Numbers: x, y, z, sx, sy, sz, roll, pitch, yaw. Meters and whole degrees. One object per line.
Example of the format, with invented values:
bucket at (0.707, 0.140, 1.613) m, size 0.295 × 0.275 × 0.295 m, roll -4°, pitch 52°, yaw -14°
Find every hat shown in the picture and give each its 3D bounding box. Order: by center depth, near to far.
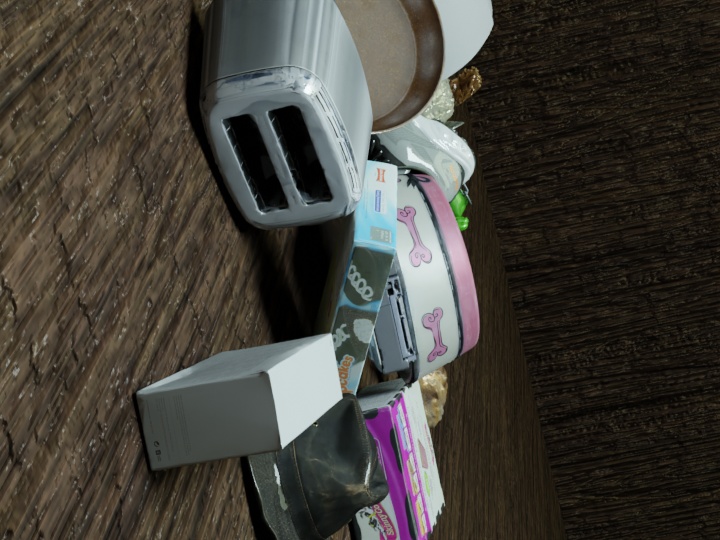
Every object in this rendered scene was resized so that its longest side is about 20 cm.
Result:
hat at (-0.022, 0.148, 1.201) m, size 0.201 × 0.080 × 0.203 m, roll -10°, pitch 90°, yaw -80°

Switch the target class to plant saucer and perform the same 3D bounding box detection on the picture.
plant saucer at (-0.015, -0.215, 1.472) m, size 0.034 × 0.199 × 0.202 m, roll -28°, pitch -111°, yaw 60°

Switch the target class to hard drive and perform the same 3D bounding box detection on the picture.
hard drive at (0.000, 0.000, 1.471) m, size 0.200 × 0.037 × 0.141 m, roll -130°, pitch -154°, yaw -71°

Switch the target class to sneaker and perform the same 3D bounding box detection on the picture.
sneaker at (0.020, -0.131, 1.572) m, size 0.074 × 0.199 × 0.080 m, roll -43°, pitch -164°, yaw 56°

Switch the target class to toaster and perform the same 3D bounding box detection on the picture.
toaster at (-0.058, -0.127, 1.224) m, size 0.130 × 0.112 × 0.201 m, roll -89°, pitch 166°, yaw -45°

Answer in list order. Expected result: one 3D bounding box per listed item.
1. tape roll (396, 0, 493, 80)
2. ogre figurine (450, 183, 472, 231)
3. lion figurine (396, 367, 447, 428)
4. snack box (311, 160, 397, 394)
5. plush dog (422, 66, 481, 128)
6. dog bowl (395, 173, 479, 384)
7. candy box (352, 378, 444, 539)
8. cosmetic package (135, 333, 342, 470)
tape roll at (0.025, -0.295, 1.639) m, size 0.140 × 0.201 × 0.204 m, roll 69°, pitch 14°, yaw -49°
ogre figurine at (0.032, -0.064, 1.666) m, size 0.121 × 0.199 × 0.098 m, roll 60°, pitch -21°, yaw -16°
lion figurine at (0.046, 0.069, 1.729) m, size 0.123 × 0.072 × 0.202 m, roll 83°, pitch -5°, yaw -66°
snack box at (-0.009, 0.026, 1.307) m, size 0.117 × 0.037 × 0.201 m, roll -88°, pitch -170°, yaw -54°
plush dog at (0.026, -0.228, 1.805) m, size 0.172 × 0.160 × 0.201 m, roll 48°, pitch 22°, yaw -22°
dog bowl at (0.051, 0.000, 1.507) m, size 0.200 × 0.073 × 0.202 m, roll 165°, pitch -90°, yaw -83°
candy box at (0.028, 0.182, 1.514) m, size 0.200 × 0.060 × 0.138 m, roll -21°, pitch 99°, yaw -80°
cosmetic package at (-0.069, 0.079, 1.005) m, size 0.200 × 0.082 × 0.051 m, roll -22°, pitch 99°, yaw -80°
